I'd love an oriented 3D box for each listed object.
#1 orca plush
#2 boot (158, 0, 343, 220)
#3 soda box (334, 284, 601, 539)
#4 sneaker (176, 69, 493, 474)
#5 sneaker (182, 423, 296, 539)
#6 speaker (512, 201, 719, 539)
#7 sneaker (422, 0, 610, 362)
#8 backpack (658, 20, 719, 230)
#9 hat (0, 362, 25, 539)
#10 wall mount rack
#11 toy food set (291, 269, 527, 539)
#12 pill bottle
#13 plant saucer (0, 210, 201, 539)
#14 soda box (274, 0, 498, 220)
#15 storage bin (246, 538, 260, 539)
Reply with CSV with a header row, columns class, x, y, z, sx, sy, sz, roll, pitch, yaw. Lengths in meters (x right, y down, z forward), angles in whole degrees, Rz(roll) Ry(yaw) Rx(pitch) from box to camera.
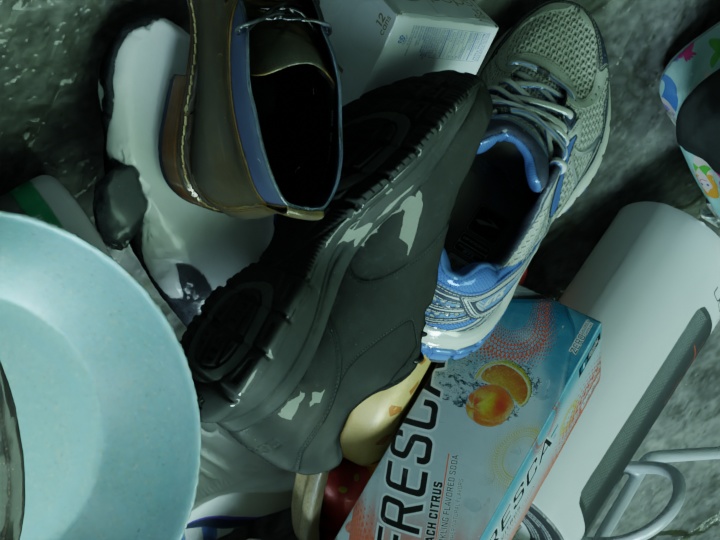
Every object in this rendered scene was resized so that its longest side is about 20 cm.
class,x,y,z,sx,sy,sz,roll,pitch,yaw
orca plush,-0.068,-0.023,1.175,0.105,0.071,0.200,-44,110,-17
boot,-0.033,-0.116,1.077,0.075,0.097,0.200,-4,105,-30
soda box,0.045,0.105,1.227,0.200,0.064,0.068,-59,163,-22
sneaker,0.000,0.000,1.130,0.091,0.076,0.200,44,75,-34
sneaker,-0.117,0.124,1.317,0.146,0.081,0.200,-38,169,38
speaker,0.123,0.058,1.357,0.200,0.081,0.081,-54,148,-28
sneaker,0.075,-0.053,1.212,0.085,0.077,0.200,109,4,-64
backpack,0.264,-0.067,1.353,0.177,0.151,0.200,-38,134,2
hat,-0.223,0.071,0.997,0.200,0.081,0.201,-2,104,-9
wall mount rack,0.117,0.132,1.424,0.174,0.200,0.075,-51,125,-37
toy food set,0.028,0.069,1.320,0.198,0.049,0.200,-41,150,-54
pill bottle,-0.195,0.052,1.139,0.200,0.113,0.113,-32,140,-9
plant saucer,-0.168,0.073,1.070,0.201,0.039,0.201,-1,95,-12
soda box,-0.014,-0.052,1.217,0.064,0.068,0.200,3,125,-39
storage bin,-0.018,0.217,1.332,0.198,0.094,0.200,15,160,-17
